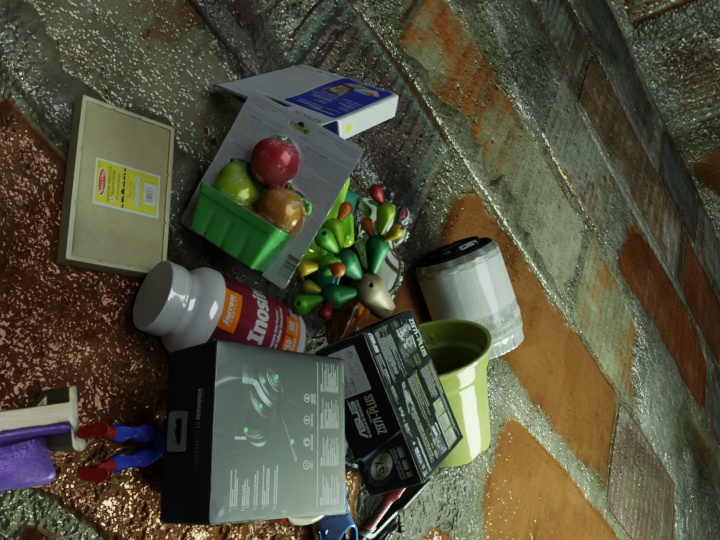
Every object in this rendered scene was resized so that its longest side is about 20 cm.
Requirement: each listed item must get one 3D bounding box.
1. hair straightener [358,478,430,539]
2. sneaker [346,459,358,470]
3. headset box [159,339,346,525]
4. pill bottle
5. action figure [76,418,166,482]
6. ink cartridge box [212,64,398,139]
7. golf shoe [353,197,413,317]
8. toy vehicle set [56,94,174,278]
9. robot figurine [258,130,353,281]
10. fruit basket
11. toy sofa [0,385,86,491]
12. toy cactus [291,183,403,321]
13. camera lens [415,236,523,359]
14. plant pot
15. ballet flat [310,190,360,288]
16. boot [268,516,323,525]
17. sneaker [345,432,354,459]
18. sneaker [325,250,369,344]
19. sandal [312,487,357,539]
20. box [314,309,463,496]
[{"bbox_3d":[0.055,0.394,1.022,0.200,0.041,0.078,-43,111,-45],"label":"hair straightener"},{"bbox_3d":[0.000,0.262,0.987,0.200,0.075,0.079,41,32,-32],"label":"sneaker"},{"bbox_3d":[-0.115,0.177,0.702,0.199,0.092,0.177,15,66,-46],"label":"headset box"},{"bbox_3d":[-0.173,0.067,0.809,0.199,0.112,0.115,29,59,-39],"label":"pill bottle"},{"bbox_3d":[-0.206,0.190,0.708,0.200,0.097,0.066,43,44,-75],"label":"action figure"},{"bbox_3d":[-0.077,-0.246,0.951,0.199,0.196,0.048,-36,143,-44],"label":"ink cartridge box"},{"bbox_3d":[0.022,-0.023,1.002,0.087,0.077,0.202,22,53,-16],"label":"golf shoe"},{"bbox_3d":[-0.292,-0.097,0.788,0.123,0.026,0.203,15,69,-45],"label":"toy vehicle set"},{"bbox_3d":[-0.085,-0.092,0.924,0.173,0.116,0.203,19,87,-15],"label":"robot figurine"},{"bbox_3d":[-0.116,-0.106,0.834,0.202,0.184,0.094,-59,162,-5],"label":"fruit basket"},{"bbox_3d":[-0.365,0.167,0.594,0.198,0.082,0.099,1,77,-47],"label":"toy sofa"},{"bbox_3d":[0.000,0.000,0.875,0.165,0.102,0.201,50,62,-31],"label":"toy cactus"},{"bbox_3d":[0.199,0.050,1.186,0.159,0.159,0.203,-27,100,-47],"label":"camera lens"},{"bbox_3d":[0.136,0.209,1.070,0.200,0.198,0.187,-35,116,-46],"label":"plant pot"},{"bbox_3d":[-0.055,-0.045,1.017,0.070,0.067,0.202,22,61,-15],"label":"ballet flat"},{"bbox_3d":[-0.130,0.273,0.804,0.198,0.106,0.076,23,72,-38],"label":"boot"},{"bbox_3d":[-0.088,0.217,0.841,0.198,0.076,0.116,-7,49,-36],"label":"sneaker"},{"bbox_3d":[0.004,0.047,1.037,0.077,0.072,0.201,46,50,-24],"label":"sneaker"},{"bbox_3d":[-0.033,0.350,0.901,0.079,0.087,0.203,-8,83,-37],"label":"sandal"},{"bbox_3d":[0.043,0.172,0.884,0.163,0.085,0.202,-17,84,-62],"label":"box"}]
